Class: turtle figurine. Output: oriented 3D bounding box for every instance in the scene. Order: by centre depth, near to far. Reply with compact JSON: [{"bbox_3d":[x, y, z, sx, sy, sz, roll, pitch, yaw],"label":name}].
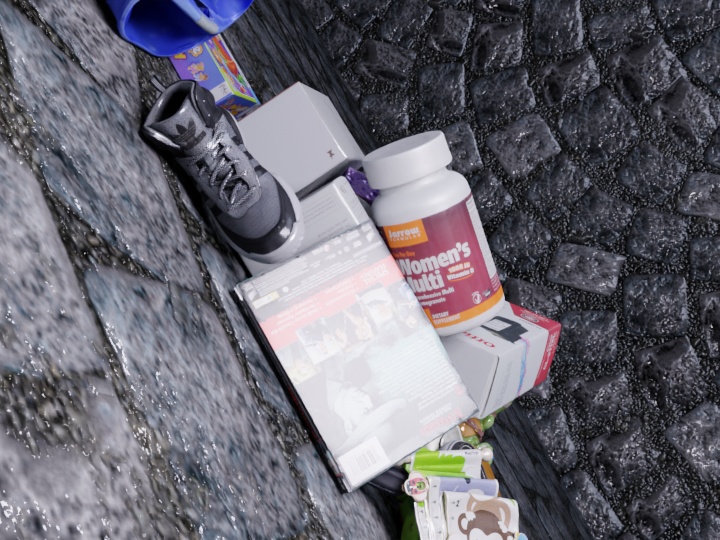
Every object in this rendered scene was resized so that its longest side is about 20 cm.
[{"bbox_3d":[0.130,0.148,1.306,0.194,0.144,0.200,54,-11,29],"label":"turtle figurine"}]

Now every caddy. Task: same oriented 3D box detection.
[{"bbox_3d":[-0.180,-0.284,1.012,0.105,0.141,0.200,56,8,6],"label":"caddy"}]

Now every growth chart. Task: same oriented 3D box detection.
[{"bbox_3d":[0.105,0.251,0.898,0.145,0.018,0.200,0,66,-41],"label":"growth chart"}]

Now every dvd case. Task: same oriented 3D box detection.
[{"bbox_3d":[-0.002,0.071,0.879,0.200,0.146,0.022,59,-24,6],"label":"dvd case"}]

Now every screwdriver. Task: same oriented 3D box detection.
[{"bbox_3d":[0.071,0.214,0.924,0.200,0.029,0.028,32,24,-21],"label":"screwdriver"}]

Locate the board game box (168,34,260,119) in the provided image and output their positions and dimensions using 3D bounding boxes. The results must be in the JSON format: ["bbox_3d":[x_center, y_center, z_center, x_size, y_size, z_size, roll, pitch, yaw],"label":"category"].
[{"bbox_3d":[-0.200,-0.276,1.184,0.200,0.045,0.134,60,8,-1],"label":"board game box"}]

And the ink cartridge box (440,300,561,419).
[{"bbox_3d":[0.133,0.091,1.205,0.146,0.083,0.200,23,18,26],"label":"ink cartridge box"}]

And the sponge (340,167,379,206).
[{"bbox_3d":[0.004,-0.064,1.226,0.111,0.030,0.200,21,-17,-12],"label":"sponge"}]

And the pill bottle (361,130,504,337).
[{"bbox_3d":[0.075,-0.038,1.069,0.110,0.109,0.200,-89,160,-74],"label":"pill bottle"}]

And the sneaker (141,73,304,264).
[{"bbox_3d":[-0.128,-0.093,0.881,0.200,0.075,0.114,54,6,32],"label":"sneaker"}]

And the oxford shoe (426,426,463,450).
[{"bbox_3d":[0.086,0.215,1.104,0.200,0.075,0.058,64,5,-3],"label":"oxford shoe"}]

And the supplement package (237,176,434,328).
[{"bbox_3d":[-0.018,0.023,0.990,0.200,0.117,0.117,60,6,-5],"label":"supplement package"}]

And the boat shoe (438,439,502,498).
[{"bbox_3d":[0.119,0.254,1.014,0.070,0.066,0.200,28,42,-26],"label":"boat shoe"}]

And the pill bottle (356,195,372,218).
[{"bbox_3d":[0.000,0.000,1.179,0.200,0.116,0.116,46,16,-57],"label":"pill bottle"}]

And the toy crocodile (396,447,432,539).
[{"bbox_3d":[0.064,0.235,0.962,0.067,0.062,0.200,21,28,-22],"label":"toy crocodile"}]

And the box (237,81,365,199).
[{"bbox_3d":[-0.078,-0.133,1.144,0.098,0.124,0.200,58,8,-1],"label":"box"}]

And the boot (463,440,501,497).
[{"bbox_3d":[0.149,0.299,1.186,0.201,0.071,0.144,57,7,-45],"label":"boot"}]
